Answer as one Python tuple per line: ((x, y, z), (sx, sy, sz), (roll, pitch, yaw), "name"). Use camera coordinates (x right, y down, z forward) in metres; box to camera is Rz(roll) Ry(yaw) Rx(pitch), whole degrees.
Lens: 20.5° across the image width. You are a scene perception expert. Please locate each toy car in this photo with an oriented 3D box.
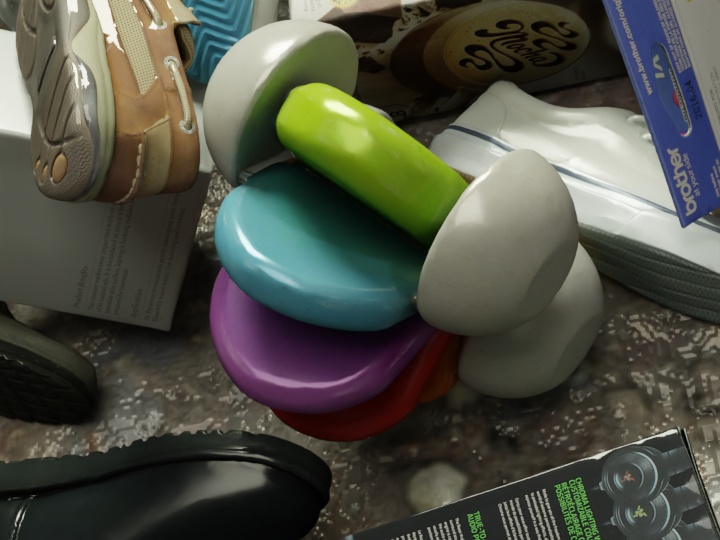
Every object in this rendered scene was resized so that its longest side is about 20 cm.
((0.000, 0.000, 0.874), (0.175, 0.200, 0.150), (35, 81, 23), "toy car")

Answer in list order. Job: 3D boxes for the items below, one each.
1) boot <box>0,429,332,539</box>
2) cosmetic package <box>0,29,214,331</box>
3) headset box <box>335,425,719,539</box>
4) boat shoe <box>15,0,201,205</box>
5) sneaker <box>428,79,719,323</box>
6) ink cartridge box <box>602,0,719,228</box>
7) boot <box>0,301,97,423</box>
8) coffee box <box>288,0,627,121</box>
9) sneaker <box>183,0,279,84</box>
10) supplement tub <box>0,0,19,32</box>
((-0.111, 0.164, 0.883), (0.200, 0.076, 0.168), (-8, 56, 20), "boot")
((-0.174, -0.050, 0.950), (0.200, 0.113, 0.081), (13, 42, -9), "cosmetic package")
((0.068, 0.157, 0.778), (0.200, 0.174, 0.093), (-19, 59, 7), "headset box")
((-0.112, -0.104, 0.901), (0.072, 0.076, 0.200), (8, 48, -23), "boat shoe")
((0.123, -0.039, 0.930), (0.200, 0.073, 0.071), (27, 76, 28), "sneaker")
((0.183, -0.111, 0.888), (0.200, 0.119, 0.042), (-31, 18, -31), "ink cartridge box")
((-0.198, -0.009, 1.018), (0.200, 0.068, 0.131), (20, 61, 21), "boot")
((0.071, -0.143, 0.972), (0.200, 0.113, 0.080), (-11, 66, 8), "coffee box")
((-0.067, -0.176, 0.976), (0.076, 0.081, 0.200), (-23, 62, 27), "sneaker")
((-0.161, -0.201, 1.075), (0.122, 0.123, 0.200), (-31, 58, -2), "supplement tub")
